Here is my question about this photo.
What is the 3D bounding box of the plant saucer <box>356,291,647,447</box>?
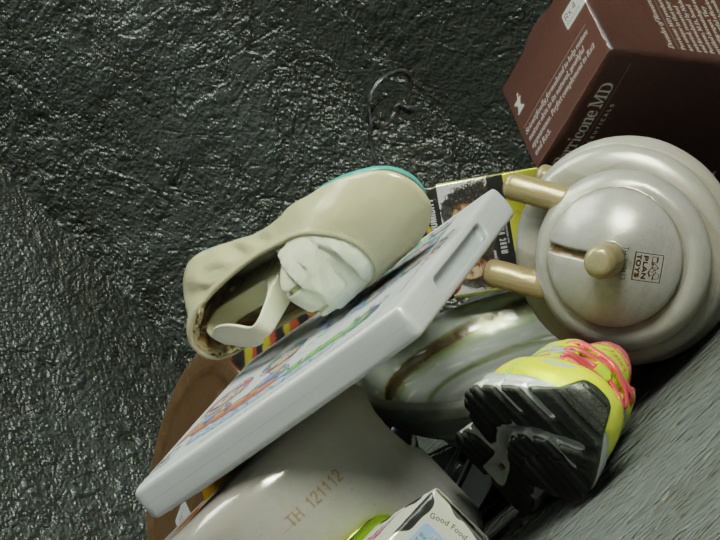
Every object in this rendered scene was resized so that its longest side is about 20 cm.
[{"bbox_3d":[0.093,0.063,1.660,0.199,0.051,0.200,-15,15,4],"label":"plant saucer"}]

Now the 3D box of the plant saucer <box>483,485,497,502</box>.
[{"bbox_3d":[0.102,0.099,1.806,0.200,0.029,0.200,-45,0,0],"label":"plant saucer"}]

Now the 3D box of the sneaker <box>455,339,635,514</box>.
[{"bbox_3d":[0.106,0.066,1.454,0.090,0.078,0.200,-42,-1,-12],"label":"sneaker"}]

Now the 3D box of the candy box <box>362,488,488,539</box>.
[{"bbox_3d":[-0.024,0.204,1.370,0.200,0.061,0.136,-45,0,-17],"label":"candy box"}]

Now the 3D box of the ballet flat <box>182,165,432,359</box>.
[{"bbox_3d":[-0.034,0.004,1.564,0.200,0.070,0.069,-27,13,48],"label":"ballet flat"}]

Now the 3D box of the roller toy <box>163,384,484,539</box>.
[{"bbox_3d":[-0.037,0.160,1.574,0.200,0.140,0.182,-45,0,32],"label":"roller toy"}]

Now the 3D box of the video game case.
[{"bbox_3d":[-0.018,0.043,1.538,0.200,0.024,0.182,-36,7,28],"label":"video game case"}]

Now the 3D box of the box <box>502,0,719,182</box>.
[{"bbox_3d":[0.195,-0.109,1.640,0.199,0.075,0.100,5,-44,-27],"label":"box"}]

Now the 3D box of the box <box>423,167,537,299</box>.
[{"bbox_3d":[0.137,-0.032,1.738,0.199,0.076,0.050,-9,1,-2],"label":"box"}]

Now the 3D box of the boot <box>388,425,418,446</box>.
[{"bbox_3d":[-0.027,0.163,1.811,0.200,0.072,0.091,-58,-20,-29],"label":"boot"}]

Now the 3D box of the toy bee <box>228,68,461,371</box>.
[{"bbox_3d":[0.000,0.000,1.672,0.131,0.109,0.201,-22,-37,-41],"label":"toy bee"}]

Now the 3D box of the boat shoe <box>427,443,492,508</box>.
[{"bbox_3d":[0.012,0.151,1.710,0.199,0.068,0.074,-45,14,42],"label":"boat shoe"}]

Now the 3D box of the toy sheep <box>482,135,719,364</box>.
[{"bbox_3d":[0.143,-0.011,1.540,0.138,0.138,0.200,-44,-4,18],"label":"toy sheep"}]

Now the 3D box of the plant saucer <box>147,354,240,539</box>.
[{"bbox_3d":[-0.094,0.134,1.808,0.200,0.029,0.201,-38,46,56],"label":"plant saucer"}]
